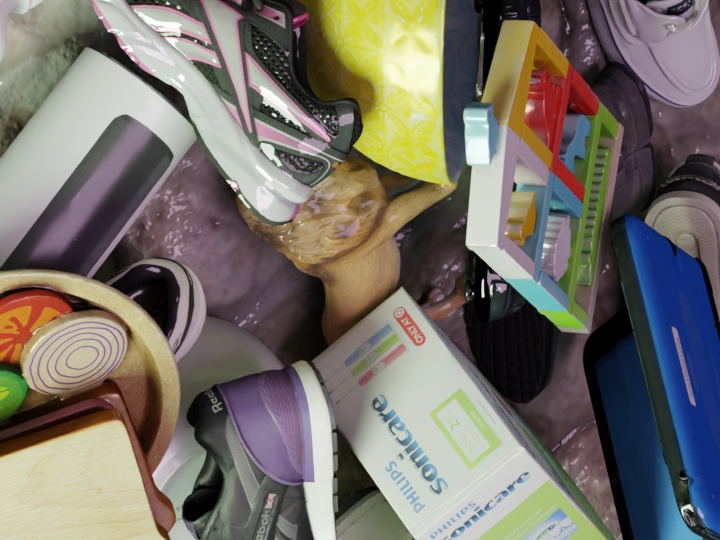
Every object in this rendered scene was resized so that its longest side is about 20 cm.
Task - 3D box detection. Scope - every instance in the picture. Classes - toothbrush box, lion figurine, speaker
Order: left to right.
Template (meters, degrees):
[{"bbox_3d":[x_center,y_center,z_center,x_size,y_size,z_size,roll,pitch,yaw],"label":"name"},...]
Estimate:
[{"bbox_3d":[-0.177,-0.019,1.494,0.200,0.081,0.081,-53,129,-6],"label":"speaker"},{"bbox_3d":[0.000,0.000,1.637,0.122,0.072,0.201,-29,125,-20],"label":"lion figurine"},{"bbox_3d":[0.068,0.124,1.653,0.086,0.146,0.200,-40,141,4],"label":"toothbrush box"}]

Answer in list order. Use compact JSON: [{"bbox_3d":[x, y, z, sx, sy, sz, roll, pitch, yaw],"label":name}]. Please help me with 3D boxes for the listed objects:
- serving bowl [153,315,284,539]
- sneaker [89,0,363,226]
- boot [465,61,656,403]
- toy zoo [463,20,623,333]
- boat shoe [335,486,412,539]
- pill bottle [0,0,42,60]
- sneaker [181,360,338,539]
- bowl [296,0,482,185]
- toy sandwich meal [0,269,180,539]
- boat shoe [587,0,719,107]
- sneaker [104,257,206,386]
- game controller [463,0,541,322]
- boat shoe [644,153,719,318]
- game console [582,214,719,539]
[{"bbox_3d":[-0.104,0.131,1.617,0.199,0.066,0.201,-15,117,-31],"label":"serving bowl"},{"bbox_3d":[-0.072,-0.127,1.475,0.086,0.080,0.200,-38,92,9],"label":"sneaker"},{"bbox_3d":[0.135,-0.021,1.733,0.131,0.070,0.201,-25,131,-38],"label":"boot"},{"bbox_3d":[0.101,-0.055,1.552,0.200,0.020,0.132,40,57,-61],"label":"toy zoo"},{"bbox_3d":[-0.043,0.213,1.697,0.072,0.060,0.202,38,85,-34],"label":"boat shoe"},{"bbox_3d":[-0.248,-0.123,1.380,0.200,0.111,0.111,-38,126,-18],"label":"pill bottle"},{"bbox_3d":[-0.060,0.150,1.581,0.087,0.076,0.201,-11,112,-16],"label":"sneaker"},{"bbox_3d":[0.006,-0.151,1.542,0.107,0.200,0.201,4,112,7],"label":"bowl"},{"bbox_3d":[-0.178,0.094,1.438,0.204,0.070,0.206,-10,126,-14],"label":"toy sandwich meal"},{"bbox_3d":[0.180,-0.172,1.701,0.074,0.065,0.200,-47,128,-12],"label":"boat shoe"},{"bbox_3d":[-0.166,0.067,1.515,0.076,0.088,0.200,39,82,5],"label":"sneaker"},{"bbox_3d":[0.079,-0.072,1.603,0.042,0.104,0.201,2,93,-7],"label":"game controller"},{"bbox_3d":[0.214,0.018,1.800,0.071,0.068,0.201,6,127,8],"label":"boat shoe"},{"bbox_3d":[0.168,0.094,1.666,0.118,0.201,0.170,-23,153,23],"label":"game console"}]
